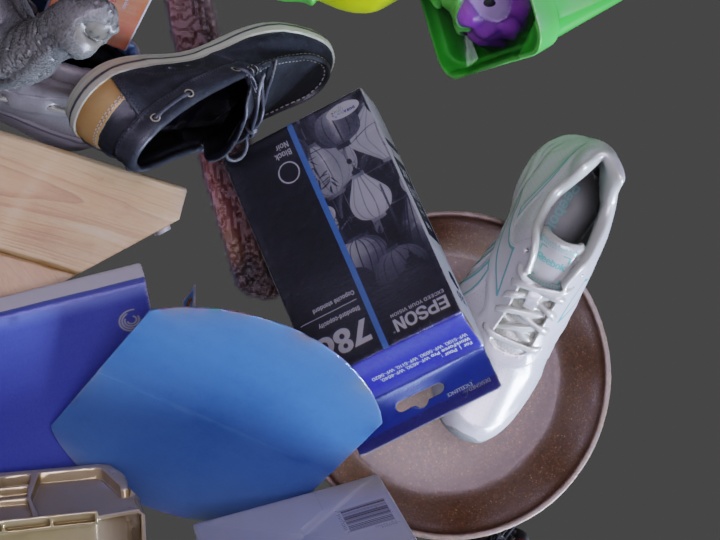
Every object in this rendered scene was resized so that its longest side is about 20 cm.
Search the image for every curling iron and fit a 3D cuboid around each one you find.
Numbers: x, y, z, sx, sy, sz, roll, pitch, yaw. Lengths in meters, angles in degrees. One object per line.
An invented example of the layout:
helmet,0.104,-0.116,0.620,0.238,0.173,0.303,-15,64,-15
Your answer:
curling iron,0.073,0.214,1.646,0.049,0.200,0.026,4,130,3

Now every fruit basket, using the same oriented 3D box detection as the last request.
fruit basket,0.040,-0.214,1.652,0.215,0.155,0.216,2,85,-25

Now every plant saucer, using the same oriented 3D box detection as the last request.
plant saucer,0.053,0.064,1.699,0.200,0.037,0.201,0,88,-9

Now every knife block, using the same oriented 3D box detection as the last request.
knife block,-0.226,-0.063,1.649,0.200,0.064,0.176,-28,95,-6

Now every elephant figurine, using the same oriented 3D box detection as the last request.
elephant figurine,-0.234,-0.129,1.525,0.155,0.142,0.200,28,119,-13

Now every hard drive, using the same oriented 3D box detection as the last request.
hard drive,-0.215,0.075,1.636,0.199,0.025,0.132,-14,129,-7

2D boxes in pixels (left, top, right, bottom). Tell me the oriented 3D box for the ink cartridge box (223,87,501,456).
ink cartridge box,0.000,0.000,1.646,0.099,0.039,0.200,-28,71,7

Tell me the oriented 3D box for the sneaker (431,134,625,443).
sneaker,0.099,0.008,1.651,0.070,0.080,0.201,24,86,-8

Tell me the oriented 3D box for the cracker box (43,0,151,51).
cracker box,-0.115,-0.245,1.587,0.058,0.134,0.200,22,59,-10

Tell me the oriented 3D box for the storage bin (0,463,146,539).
storage bin,-0.221,0.228,1.620,0.198,0.094,0.201,-5,102,-8

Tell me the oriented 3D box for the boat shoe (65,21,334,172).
boat shoe,-0.084,-0.098,1.626,0.062,0.200,0.075,46,128,23

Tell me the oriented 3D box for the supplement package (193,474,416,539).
supplement package,-0.014,0.244,1.629,0.119,0.121,0.201,-14,109,-8

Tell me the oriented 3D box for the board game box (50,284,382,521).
board game box,-0.082,0.075,1.629,0.158,0.200,0.039,24,46,-19

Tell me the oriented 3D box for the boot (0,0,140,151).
boot,-0.226,-0.141,1.623,0.199,0.096,0.074,18,58,-12
